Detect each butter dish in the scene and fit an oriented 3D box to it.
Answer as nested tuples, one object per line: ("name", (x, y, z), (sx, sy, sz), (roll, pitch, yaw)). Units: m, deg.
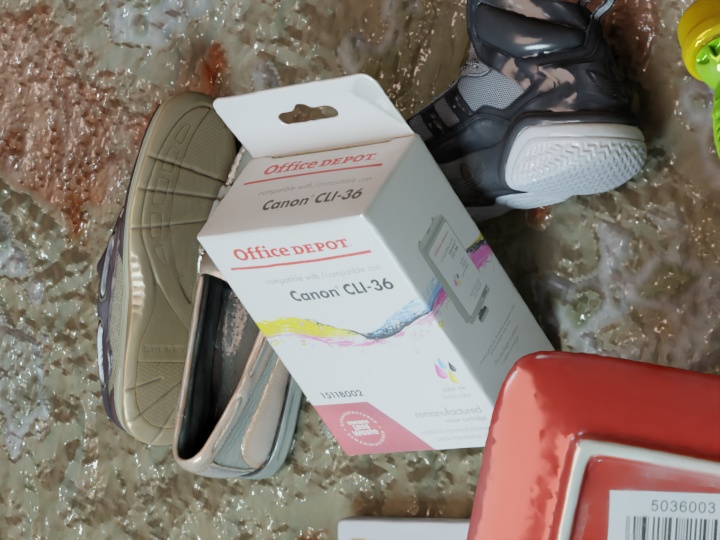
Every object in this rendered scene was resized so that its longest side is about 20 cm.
("butter dish", (0.145, 0.137, 1.347), (0.200, 0.148, 0.200), (11, 98, -3))

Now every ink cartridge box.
("ink cartridge box", (0.000, 0.000, 1.436), (0.116, 0.068, 0.200), (-8, 127, 40))

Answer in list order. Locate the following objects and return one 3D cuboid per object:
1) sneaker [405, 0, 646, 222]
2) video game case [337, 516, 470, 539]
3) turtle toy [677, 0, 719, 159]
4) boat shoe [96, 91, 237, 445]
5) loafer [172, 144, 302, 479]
("sneaker", (0.059, -0.088, 1.464), (0.200, 0.075, 0.114), (-11, 77, 38))
("video game case", (0.063, 0.231, 1.483), (0.182, 0.022, 0.200), (-3, 87, 40))
("turtle toy", (0.240, -0.095, 1.287), (0.200, 0.101, 0.146), (-42, 40, 29))
("boat shoe", (-0.118, -0.003, 1.608), (0.065, 0.072, 0.200), (6, 91, 53))
("loafer", (-0.063, 0.018, 1.566), (0.072, 0.063, 0.200), (11, 96, 41))
